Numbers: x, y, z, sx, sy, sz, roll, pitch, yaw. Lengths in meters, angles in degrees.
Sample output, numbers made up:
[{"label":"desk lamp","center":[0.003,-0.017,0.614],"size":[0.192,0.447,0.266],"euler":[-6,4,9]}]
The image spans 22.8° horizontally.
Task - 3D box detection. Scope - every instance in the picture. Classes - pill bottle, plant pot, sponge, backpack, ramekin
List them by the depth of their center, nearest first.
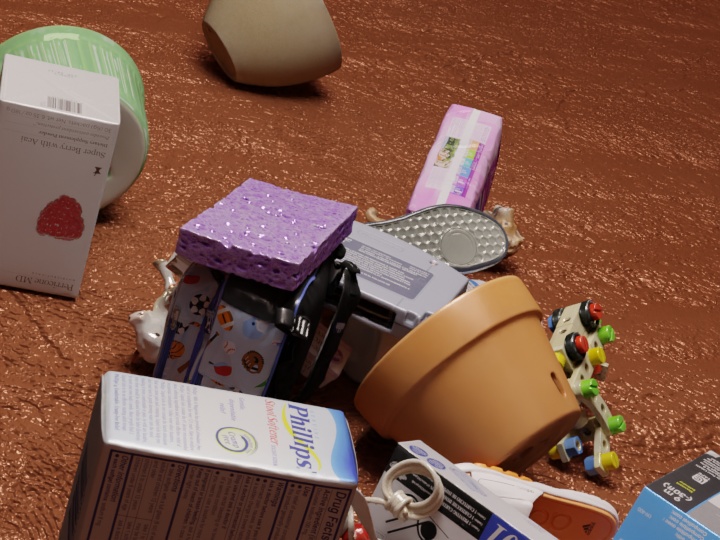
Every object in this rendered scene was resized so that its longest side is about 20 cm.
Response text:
[{"label":"sponge","center":[-0.081,-0.036,1.606],"size":[0.111,0.030,0.200],"euler":[16,20,10]},{"label":"backpack","center":[-0.106,0.070,1.628],"size":[0.153,0.191,0.200],"euler":[17,21,12]},{"label":"plant pot","center":[0.113,0.121,1.680],"size":[0.200,0.200,0.140],"euler":[-16,62,-48]},{"label":"pill bottle","center":[0.084,0.064,1.845],"size":[0.199,0.113,0.112],"euler":[4,30,-28]},{"label":"ramekin","center":[-0.321,-0.152,1.915],"size":[0.199,0.201,0.098],"euler":[5,37,-25]},{"label":"plant pot","center":[-0.133,-0.326,2.402],"size":[0.134,0.201,0.200],"euler":[-32,45,-13]}]

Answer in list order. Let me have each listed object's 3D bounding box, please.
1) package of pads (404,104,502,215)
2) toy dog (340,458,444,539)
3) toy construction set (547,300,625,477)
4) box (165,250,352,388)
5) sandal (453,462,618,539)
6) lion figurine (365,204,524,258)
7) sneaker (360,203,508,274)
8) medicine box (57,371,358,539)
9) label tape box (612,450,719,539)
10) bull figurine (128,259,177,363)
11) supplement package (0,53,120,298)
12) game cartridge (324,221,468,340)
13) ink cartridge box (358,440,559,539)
[{"label":"package of pads","center":[0.102,-0.080,2.015],"size":[0.075,0.121,0.200],"euler":[15,46,7]},{"label":"toy dog","center":[-0.038,0.203,1.509],"size":[0.199,0.133,0.096],"euler":[18,2,21]},{"label":"toy construction set","center":[0.228,0.112,1.838],"size":[0.092,0.131,0.200],"euler":[-23,20,17]},{"label":"box","center":[-0.098,0.036,1.739],"size":[0.200,0.039,0.042],"euler":[40,51,-12]},{"label":"sandal","center":[0.144,0.227,1.606],"size":[0.206,0.079,0.059],"euler":[10,32,-15]},{"label":"lion figurine","center":[0.092,-0.035,2.104],"size":[0.200,0.073,0.122],"euler":[-25,56,-36]},{"label":"sneaker","center":[0.048,-0.012,1.908],"size":[0.201,0.146,0.077],"euler":[-4,75,-11]},{"label":"medicine box","center":[-0.122,0.194,1.386],"size":[0.199,0.183,0.103],"euler":[11,28,-14]},{"label":"label tape box","center":[0.332,0.257,1.685],"size":[0.144,0.064,0.200],"euler":[33,30,29]},{"label":"bull figurine","center":[-0.148,0.043,1.769],"size":[0.199,0.065,0.122],"euler":[9,62,-33]},{"label":"supplement package","center":[-0.320,-0.093,1.789],"size":[0.121,0.201,0.120],"euler":[10,27,-14]},{"label":"game cartridge","center":[0.000,0.000,1.752],"size":[0.199,0.041,0.133],"euler":[24,33,12]},{"label":"ink cartridge box","center":[0.096,0.239,1.530],"size":[0.200,0.094,0.044],"euler":[33,16,28]}]
